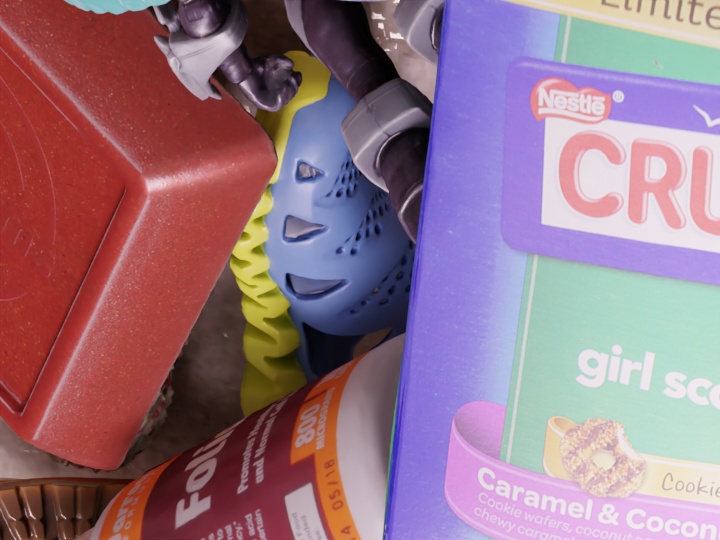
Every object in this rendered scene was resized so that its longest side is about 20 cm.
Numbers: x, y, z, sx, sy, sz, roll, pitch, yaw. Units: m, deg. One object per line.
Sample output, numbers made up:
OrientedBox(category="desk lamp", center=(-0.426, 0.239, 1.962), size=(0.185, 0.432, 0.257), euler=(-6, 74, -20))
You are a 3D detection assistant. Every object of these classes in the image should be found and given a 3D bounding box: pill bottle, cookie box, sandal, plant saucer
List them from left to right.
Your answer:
OrientedBox(category="plant saucer", center=(-0.136, -0.043, 0.975), size=(0.200, 0.037, 0.200), euler=(46, 139, 13))
OrientedBox(category="pill bottle", center=(-0.025, 0.108, 0.975), size=(0.200, 0.114, 0.114), euler=(-30, 115, 38))
OrientedBox(category="sandal", center=(0.000, 0.000, 0.987), size=(0.087, 0.080, 0.200), euler=(8, 142, 10))
OrientedBox(category="cookie box", center=(0.101, 0.011, 0.710), size=(0.171, 0.075, 0.201), euler=(13, 118, 14))

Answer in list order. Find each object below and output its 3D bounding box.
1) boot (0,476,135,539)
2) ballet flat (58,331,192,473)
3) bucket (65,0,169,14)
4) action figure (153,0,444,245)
OrientedBox(category="boot", center=(-0.081, 0.113, 1.124), size=(0.199, 0.075, 0.107), euler=(8, 177, -19))
OrientedBox(category="ballet flat", center=(-0.103, 0.026, 1.063), size=(0.075, 0.064, 0.200), euler=(23, 138, 2))
OrientedBox(category="bucket", center=(-0.066, -0.172, 0.681), size=(0.207, 0.208, 0.135), euler=(-22, 134, 39))
OrientedBox(category="action figure", center=(-0.003, -0.089, 0.835), size=(0.069, 0.200, 0.130), euler=(23, 115, -43))
